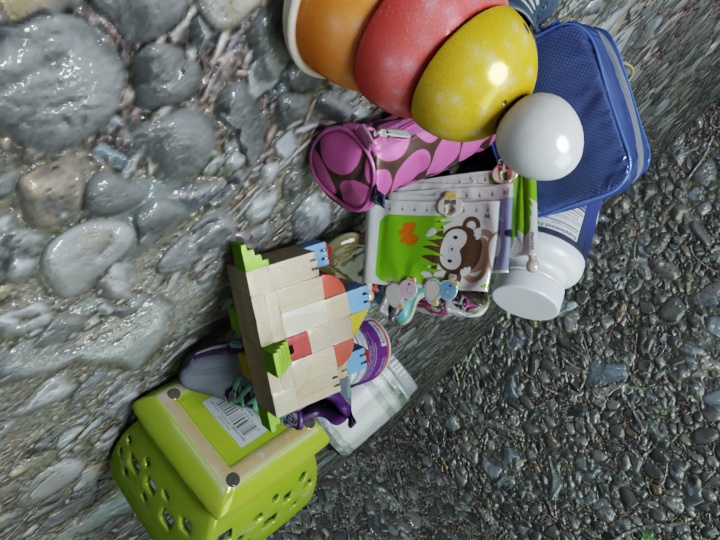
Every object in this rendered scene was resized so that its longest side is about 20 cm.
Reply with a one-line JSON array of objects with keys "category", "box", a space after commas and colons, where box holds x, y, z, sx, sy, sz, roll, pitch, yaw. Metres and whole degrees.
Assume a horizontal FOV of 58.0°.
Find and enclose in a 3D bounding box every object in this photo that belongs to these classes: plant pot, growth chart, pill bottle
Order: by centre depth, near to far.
[{"category": "growth chart", "box": [0.088, -0.038, 0.666, 0.199, 0.145, 0.018, -9, 169, 24]}, {"category": "plant pot", "box": [-0.168, 0.221, 0.798, 0.199, 0.200, 0.182, -25, 151, -42]}, {"category": "pill bottle", "box": [0.231, -0.044, 0.811, 0.111, 0.111, 0.201, 96, 17, -67]}, {"category": "pill bottle", "box": [-0.035, 0.128, 0.997, 0.112, 0.113, 0.200, -47, 163, 15]}]

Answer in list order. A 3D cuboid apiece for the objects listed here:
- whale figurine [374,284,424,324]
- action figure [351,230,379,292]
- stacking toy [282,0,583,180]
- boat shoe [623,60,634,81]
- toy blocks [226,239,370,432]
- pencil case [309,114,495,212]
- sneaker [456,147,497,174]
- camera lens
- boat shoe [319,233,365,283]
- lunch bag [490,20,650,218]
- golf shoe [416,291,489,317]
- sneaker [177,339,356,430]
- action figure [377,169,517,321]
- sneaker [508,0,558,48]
[{"category": "whale figurine", "box": [0.086, -0.030, 0.847, 0.200, 0.159, 0.104, -49, 133, 4]}, {"category": "action figure", "box": [0.000, 0.000, 0.843, 0.051, 0.066, 0.200, -6, 156, -9]}, {"category": "stacking toy", "box": [0.061, -0.130, 0.407, 0.146, 0.200, 0.146, -38, 164, -13]}, {"category": "boat shoe", "box": [0.300, -0.245, 0.856, 0.200, 0.063, 0.074, -28, 114, -47]}, {"category": "toy blocks", "box": [-0.051, 0.051, 0.668, 0.136, 0.201, 0.100, -19, -163, -29]}, {"category": "pencil case", "box": [0.052, -0.124, 0.609, 0.200, 0.091, 0.094, -33, 161, -37]}, {"category": "sneaker", "box": [0.201, -0.153, 0.895, 0.082, 0.073, 0.200, -24, 156, -46]}, {"category": "camera lens", "box": [-0.014, 0.230, 1.216, 0.200, 0.160, 0.160, -40, 164, -7]}, {"category": "boat shoe", "box": [-0.062, 0.028, 0.763, 0.073, 0.063, 0.201, 24, 114, -29]}, {"category": "lunch bag", "box": [0.216, -0.167, 0.697, 0.135, 0.201, 0.132, -15, -176, 34]}, {"category": "golf shoe", "box": [0.111, 0.028, 0.927, 0.092, 0.200, 0.073, 44, 75, -39]}, {"category": "sneaker", "box": [-0.100, 0.132, 0.719, 0.199, 0.088, 0.075, 4, 129, -17]}, {"category": "action figure", "box": [0.077, -0.044, 0.717, 0.104, 0.195, 0.200, -3, 178, -34]}, {"category": "sneaker", "box": [0.132, -0.210, 0.573, 0.200, 0.085, 0.075, -28, 159, -41]}]
